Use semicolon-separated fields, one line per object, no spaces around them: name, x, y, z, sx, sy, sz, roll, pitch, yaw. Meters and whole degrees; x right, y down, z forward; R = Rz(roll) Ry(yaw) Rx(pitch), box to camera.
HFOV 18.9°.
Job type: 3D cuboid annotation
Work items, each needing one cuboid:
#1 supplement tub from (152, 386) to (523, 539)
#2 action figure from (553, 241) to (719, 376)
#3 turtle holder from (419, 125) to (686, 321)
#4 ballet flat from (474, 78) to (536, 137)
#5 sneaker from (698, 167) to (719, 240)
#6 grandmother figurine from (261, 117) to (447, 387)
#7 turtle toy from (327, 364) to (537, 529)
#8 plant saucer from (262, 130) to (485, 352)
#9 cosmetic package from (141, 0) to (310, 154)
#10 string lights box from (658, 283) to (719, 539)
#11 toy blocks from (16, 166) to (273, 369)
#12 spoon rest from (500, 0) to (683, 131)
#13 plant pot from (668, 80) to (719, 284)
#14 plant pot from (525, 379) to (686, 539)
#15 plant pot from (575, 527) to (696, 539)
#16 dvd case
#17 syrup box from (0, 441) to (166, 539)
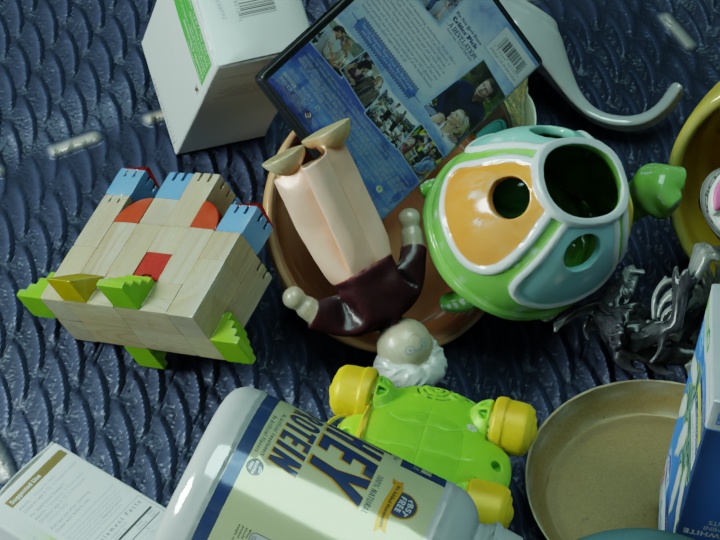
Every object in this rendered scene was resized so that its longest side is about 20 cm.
supplement tub;-0.017;0.173;1.309;0.199;0.145;0.145;25;48;2
action figure;0.247;0.034;1.589;0.199;0.119;0.102;15;88;3
turtle holder;0.144;-0.035;1.576;0.185;0.132;0.141;20;60;-20
ballet flat;0.114;-0.104;1.748;0.070;0.071;0.200;3;48;-2
sneaker;0.324;-0.021;1.569;0.199;0.074;0.087;28;4;-16
grandmother figurine;0.000;0.000;1.552;0.121;0.200;0.061;-30;9;-9
turtle toy;0.032;0.158;1.457;0.145;0.101;0.200;13;46;9
plant saucer;0.017;-0.035;1.626;0.199;0.037;0.201;4;79;-22
cosmetic package;-0.105;-0.176;1.681;0.085;0.200;0.108;-15;77;-18
string lights box;0.239;0.116;1.411;0.059;0.200;0.103;8;45;2
toy blocks;-0.135;-0.012;1.578;0.199;0.100;0.137;6;55;37
spoon rest;0.168;-0.171;1.804;0.200;0.099;0.061;28;88;13
plant pot;0.356;-0.089;1.673;0.200;0.201;0.189;22;32;15
plant pot;0.213;0.160;1.524;0.199;0.028;0.200;3;46;-3
plant pot;0.175;0.243;1.351;0.199;0.201;0.135;13;15;7
dvd case;0.031;-0.150;1.613;0.200;0.018;0.143;-45;106;-23
syrup box;-0.147;0.204;1.413;0.200;0.079;0.081;27;49;19
